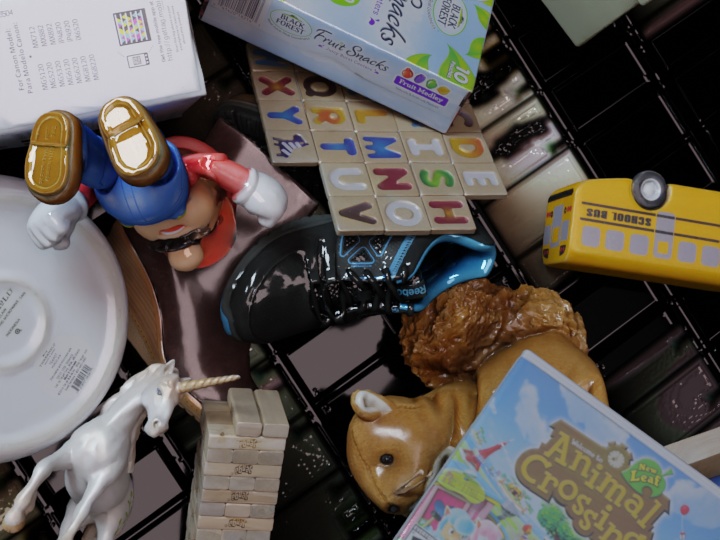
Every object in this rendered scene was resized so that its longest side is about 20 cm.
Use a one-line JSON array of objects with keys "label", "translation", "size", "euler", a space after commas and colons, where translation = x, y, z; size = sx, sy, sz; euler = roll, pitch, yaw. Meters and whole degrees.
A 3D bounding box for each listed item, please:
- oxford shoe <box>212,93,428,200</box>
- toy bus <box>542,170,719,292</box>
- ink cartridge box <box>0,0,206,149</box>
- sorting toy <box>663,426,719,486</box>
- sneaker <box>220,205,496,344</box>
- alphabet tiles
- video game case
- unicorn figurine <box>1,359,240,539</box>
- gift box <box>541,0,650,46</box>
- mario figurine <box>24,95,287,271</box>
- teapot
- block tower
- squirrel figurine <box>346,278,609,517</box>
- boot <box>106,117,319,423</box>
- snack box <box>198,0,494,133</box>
[{"label": "oxford shoe", "translation": [-0.013, -0.099, 0.908], "size": [0.198, 0.073, 0.085], "euler": [17, 56, -6]}, {"label": "toy bus", "translation": [0.250, -0.030, 0.947], "size": [0.197, 0.065, 0.079], "euler": [8, 84, -11]}, {"label": "ink cartridge box", "translation": [-0.202, -0.132, 0.791], "size": [0.174, 0.200, 0.085], "euler": [-13, 96, -12]}, {"label": "sorting toy", "translation": [0.181, 0.215, 0.842], "size": [0.197, 0.201, 0.070], "euler": [-16, 53, -12]}, {"label": "sneaker", "translation": [0.000, 0.000, 0.814], "size": [0.198, 0.082, 0.074], "euler": [-25, 126, -20]}, {"label": "alphabet tiles", "translation": [0.011, -0.099, 0.862], "size": [0.165, 0.008, 0.201], "euler": [-1, 47, -17]}, {"label": "video game case", "translation": [0.135, 0.177, 0.742], "size": [0.199, 0.022, 0.183], "euler": [35, 69, 8]}, {"label": "unicorn figurine", "translation": [-0.171, 0.139, 0.790], "size": [0.074, 0.200, 0.138], "euler": [35, 53, -2]}, {"label": "gift box", "translation": [0.211, -0.313, 0.903], "size": [0.200, 0.187, 0.185], "euler": [-44, 95, -11]}, {"label": "mario figurine", "translation": [-0.123, -0.037, 0.739], "size": [0.122, 0.200, 0.107], "euler": [26, 88, 15]}, {"label": "teapot", "translation": [-0.258, 0.026, 0.801], "size": [0.198, 0.145, 0.200], "euler": [-13, 100, -32]}, {"label": "block tower", "translation": [-0.092, 0.183, 0.828], "size": [0.053, 0.058, 0.202], "euler": [5, 108, -14]}, {"label": "squirrel figurine", "translation": [0.080, 0.097, 0.883], "size": [0.184, 0.142, 0.202], "euler": [-5, 64, 2]}, {"label": "boot", "translation": [-0.087, 0.013, 0.857], "size": [0.166, 0.072, 0.200], "euler": [-45, 86, 4]}, {"label": "snack box", "translation": [-0.004, -0.202, 0.886], "size": [0.198, 0.053, 0.143], "euler": [24, 49, -9]}]
